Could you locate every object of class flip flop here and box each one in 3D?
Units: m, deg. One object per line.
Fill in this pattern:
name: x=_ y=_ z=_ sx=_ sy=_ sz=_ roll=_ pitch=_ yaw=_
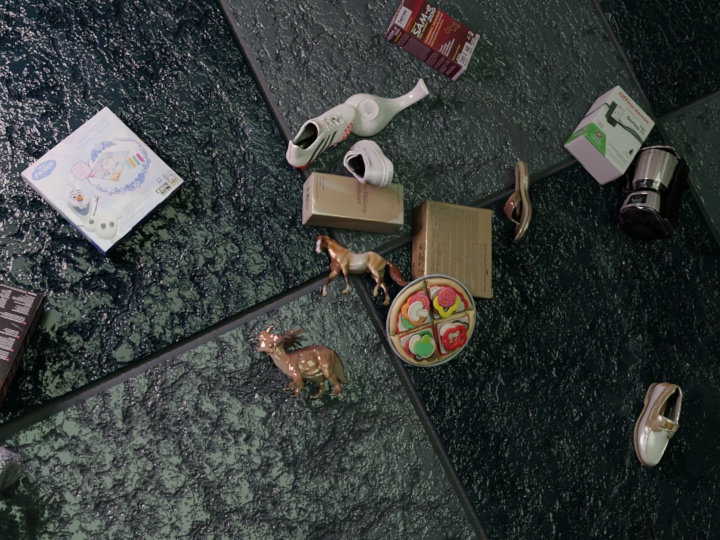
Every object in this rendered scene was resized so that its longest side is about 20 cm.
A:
flip flop: x=0.358 y=-0.159 z=1.498 sx=0.057 sy=0.081 sz=0.201 roll=4 pitch=74 yaw=-2

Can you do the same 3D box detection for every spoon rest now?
spoon rest: x=0.053 y=-0.364 z=1.445 sx=0.199 sy=0.061 sz=0.100 roll=-24 pitch=85 yaw=-10

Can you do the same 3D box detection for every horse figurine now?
horse figurine: x=0.000 y=0.000 z=1.329 sx=0.199 sy=0.050 sz=0.133 roll=7 pitch=55 yaw=-10

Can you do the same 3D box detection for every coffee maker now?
coffee maker: x=0.742 y=-0.179 z=1.611 sx=0.192 sy=0.135 sz=0.201 roll=28 pitch=70 yaw=-13

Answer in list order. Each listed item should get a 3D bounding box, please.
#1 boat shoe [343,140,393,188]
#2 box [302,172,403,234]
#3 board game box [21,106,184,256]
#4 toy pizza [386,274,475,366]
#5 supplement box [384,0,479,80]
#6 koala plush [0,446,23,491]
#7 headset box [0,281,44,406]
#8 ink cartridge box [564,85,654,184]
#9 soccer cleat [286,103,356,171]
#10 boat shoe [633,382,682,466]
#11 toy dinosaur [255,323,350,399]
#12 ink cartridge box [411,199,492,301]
boat shoe: x=0.003 y=-0.218 z=1.322 sx=0.068 sy=0.200 sz=0.072 roll=6 pitch=120 yaw=-22
box: x=-0.015 y=-0.137 z=1.347 sx=0.199 sy=0.078 sz=0.095 roll=4 pitch=76 yaw=-20
board game box: x=-0.471 y=-0.166 z=1.202 sx=0.199 sy=0.043 sz=0.200 roll=45 pitch=67 yaw=-6
toy pizza: x=0.150 y=0.107 z=1.334 sx=0.199 sy=0.032 sz=0.201 roll=-5 pitch=106 yaw=-16
supplement box: x=0.169 y=-0.549 z=1.521 sx=0.199 sy=0.061 sz=0.109 roll=27 pitch=70 yaw=-12
koala plush: x=-0.640 y=0.279 z=0.978 sx=0.184 sy=0.177 sz=0.200 roll=-33 pitch=90 yaw=-35
headset box: x=-0.619 y=0.115 z=1.037 sx=0.148 sy=0.077 sz=0.201 roll=18 pitch=57 yaw=-16
ink cartridge box: x=0.628 y=-0.341 z=1.633 sx=0.147 sy=0.083 sz=0.200 roll=41 pitch=67 yaw=-8
soccer cleat: x=-0.078 y=-0.291 z=1.349 sx=0.069 sy=0.085 sz=0.200 roll=39 pitch=68 yaw=16
boat shoe: x=0.692 y=0.354 z=1.505 sx=0.074 sy=0.068 sz=0.201 roll=24 pitch=71 yaw=-14
toy dinosaur: x=-0.096 y=0.173 z=1.247 sx=0.199 sy=0.086 sz=0.136 roll=10 pitch=68 yaw=-24
ink cartridge box: x=0.198 y=-0.039 z=1.406 sx=0.164 sy=0.075 sz=0.201 roll=8 pitch=76 yaw=-20
